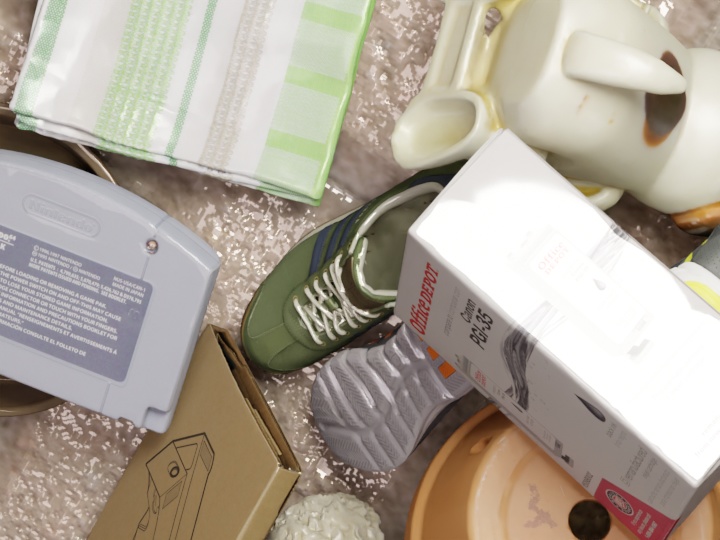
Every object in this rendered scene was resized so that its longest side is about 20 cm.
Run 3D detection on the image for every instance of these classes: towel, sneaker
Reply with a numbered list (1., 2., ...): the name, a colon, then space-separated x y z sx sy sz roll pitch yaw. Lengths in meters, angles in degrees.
1. towel: -0.100 -0.133 1.621 0.199 0.031 0.150 16 96 7
2. sneaker: 0.056 0.053 1.624 0.200 0.112 0.078 -35 83 52
3. sneaker: 0.000 0.000 1.614 0.200 0.090 0.067 -36 95 18
4. sneaker: 0.211 0.010 1.503 0.085 0.200 0.075 -42 87 1

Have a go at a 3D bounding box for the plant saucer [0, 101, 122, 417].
1. plant saucer: -0.227 -0.009 1.694 0.199 0.029 0.201 3 105 11

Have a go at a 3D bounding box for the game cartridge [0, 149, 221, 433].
1. game cartridge: -0.189 0.004 1.656 0.199 0.041 0.134 21 111 6

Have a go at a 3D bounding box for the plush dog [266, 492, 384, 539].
1. plush dog: 0.017 0.255 1.659 0.171 0.161 0.201 10 110 -18

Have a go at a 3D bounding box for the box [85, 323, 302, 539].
1. box: -0.111 0.155 1.650 0.021 0.164 0.201 19 111 -29

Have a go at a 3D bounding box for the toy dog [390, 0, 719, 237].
1. toy dog: 0.150 -0.100 1.518 0.193 0.199 0.140 -11 64 52

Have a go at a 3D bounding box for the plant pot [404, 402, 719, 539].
1. plant pot: 0.126 0.154 1.557 0.199 0.140 0.201 0 77 -1

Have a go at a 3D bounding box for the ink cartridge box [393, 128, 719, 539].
1. ink cartridge box: 0.116 0.038 1.439 0.200 0.147 0.083 42 74 11
